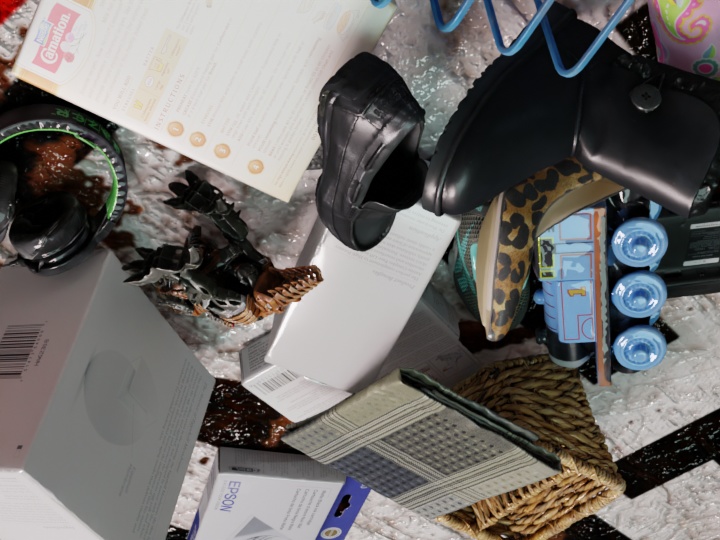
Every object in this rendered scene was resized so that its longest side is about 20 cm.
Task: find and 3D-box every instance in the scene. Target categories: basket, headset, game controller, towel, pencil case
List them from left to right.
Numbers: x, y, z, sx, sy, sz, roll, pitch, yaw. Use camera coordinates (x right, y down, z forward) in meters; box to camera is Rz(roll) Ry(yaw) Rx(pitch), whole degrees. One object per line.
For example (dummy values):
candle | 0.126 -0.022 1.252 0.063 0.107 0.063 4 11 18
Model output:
headset | -0.263 -0.032 0.828 0.123 0.095 0.200 30 114 -34
towel | 0.053 0.154 0.952 0.191 0.035 0.199 32 142 -22
basket | 0.134 0.191 1.048 0.141 0.151 0.200 -4 153 -33
game controller | 0.311 -0.021 0.984 0.196 0.042 0.106 -7 123 -3
pencil case | 0.243 -0.178 0.765 0.086 0.088 0.201 -18 137 10

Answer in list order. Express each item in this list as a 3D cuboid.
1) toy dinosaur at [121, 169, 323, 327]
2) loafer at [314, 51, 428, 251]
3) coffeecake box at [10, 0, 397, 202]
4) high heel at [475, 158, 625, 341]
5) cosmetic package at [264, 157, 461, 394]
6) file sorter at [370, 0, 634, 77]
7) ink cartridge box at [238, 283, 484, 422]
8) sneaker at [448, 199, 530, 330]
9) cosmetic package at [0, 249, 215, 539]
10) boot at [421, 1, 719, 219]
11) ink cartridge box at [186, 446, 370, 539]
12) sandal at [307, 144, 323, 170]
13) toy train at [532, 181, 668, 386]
toy dinosaur | -0.108 -0.002 0.872 0.197 0.104 0.136 -19 133 28
loafer | 0.010 -0.062 0.720 0.068 0.070 0.201 -43 161 -19
coffeecake box | -0.100 -0.161 0.690 0.197 0.074 0.155 24 115 -20
high heel | 0.164 -0.033 0.813 0.140 0.204 0.072 13 163 -3
cosmetic package | 0.000 0.000 0.891 0.100 0.075 0.202 22 124 -10
file sorter | 0.069 -0.221 0.647 0.197 0.141 0.123 14 135 -23
ink cartridge box | 0.010 0.092 1.045 0.198 0.044 0.173 -28 136 19
sneaker | 0.114 -0.001 0.926 0.076 0.092 0.202 -12 138 6
cosmetic package | -0.239 0.126 0.906 0.121 0.202 0.201 -4 141 24
boot | 0.155 -0.082 0.714 0.166 0.201 0.077 30 151 18
ink cartridge box | -0.088 0.281 1.232 0.196 0.041 0.201 7 135 -16
sandal | -0.094 -0.144 0.777 0.198 0.048 0.076 29 119 -16
toy train | 0.204 0.006 0.922 0.112 0.087 0.203 -2 123 12
